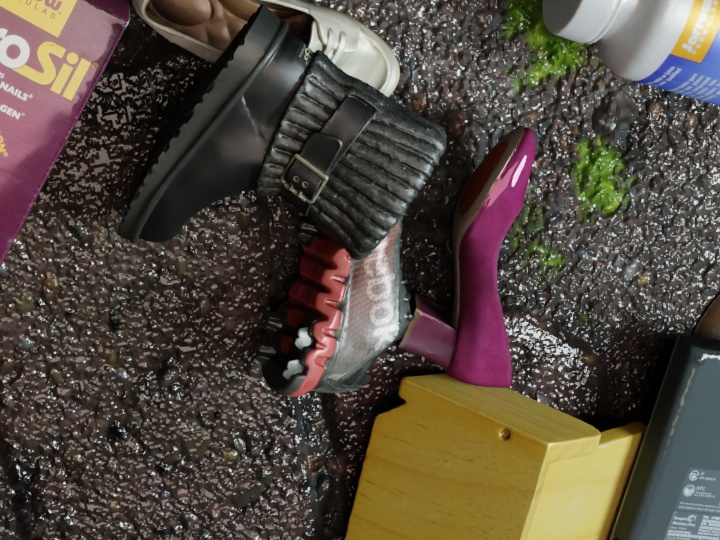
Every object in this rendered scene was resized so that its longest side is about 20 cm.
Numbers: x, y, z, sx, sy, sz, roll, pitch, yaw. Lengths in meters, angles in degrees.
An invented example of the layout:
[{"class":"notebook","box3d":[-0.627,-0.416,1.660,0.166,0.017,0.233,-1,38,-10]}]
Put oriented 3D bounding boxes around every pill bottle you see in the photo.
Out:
[{"class":"pill bottle","box3d":[0.231,-0.178,0.988,0.197,0.112,0.114,13,108,-17]}]

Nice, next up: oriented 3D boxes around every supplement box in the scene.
[{"class":"supplement box","box3d":[-0.248,-0.113,0.917,0.130,0.103,0.202,26,103,-18]}]

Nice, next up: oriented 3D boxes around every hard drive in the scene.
[{"class":"hard drive","box3d":[0.286,0.156,1.133,0.138,0.033,0.203,9,108,-19]}]

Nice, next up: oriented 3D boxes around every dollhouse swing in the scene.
[{"class":"dollhouse swing","box3d":[0.114,0.185,1.145,0.180,0.175,0.203,22,111,24]}]

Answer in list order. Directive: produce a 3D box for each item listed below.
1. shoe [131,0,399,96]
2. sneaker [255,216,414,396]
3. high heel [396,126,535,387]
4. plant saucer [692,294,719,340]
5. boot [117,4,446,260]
[{"class":"shoe","box3d":[-0.062,-0.154,0.967,0.197,0.053,0.071,18,106,-18]},{"class":"sneaker","box3d":[0.000,0.000,1.033,0.097,0.071,0.203,16,97,-35]},{"class":"high heel","box3d":[0.106,-0.007,1.051,0.095,0.068,0.202,22,120,-8]},{"class":"plant saucer","box3d":[0.359,0.082,1.160,0.197,0.032,0.203,-4,111,-11]},{"class":"boot","box3d":[-0.057,-0.057,0.954,0.157,0.080,0.211,34,127,-15]}]
